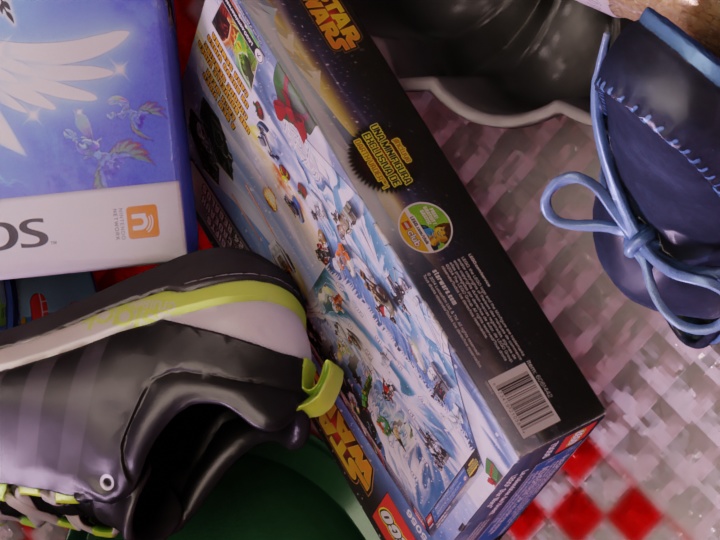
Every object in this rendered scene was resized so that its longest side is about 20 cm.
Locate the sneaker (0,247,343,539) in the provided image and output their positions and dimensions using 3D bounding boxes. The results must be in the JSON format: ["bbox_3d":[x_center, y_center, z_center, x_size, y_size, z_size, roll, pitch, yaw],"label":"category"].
[{"bbox_3d":[-0.100,0.063,0.732,0.199,0.072,0.083,-28,57,17],"label":"sneaker"}]

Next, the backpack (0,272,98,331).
[{"bbox_3d":[-0.210,0.025,0.837,0.199,0.134,0.183,-25,76,22],"label":"backpack"}]

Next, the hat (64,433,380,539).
[{"bbox_3d":[-0.074,0.147,0.735,0.166,0.176,0.200,-44,71,16],"label":"hat"}]

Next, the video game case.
[{"bbox_3d":[-0.157,-0.094,0.742,0.180,0.045,0.201,-6,95,0],"label":"video game case"}]

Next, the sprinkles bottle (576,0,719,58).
[{"bbox_3d":[0.052,-0.128,0.665,0.199,0.068,0.069,27,99,25],"label":"sprinkles bottle"}]

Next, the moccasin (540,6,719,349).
[{"bbox_3d":[0.106,-0.012,0.640,0.068,0.200,0.081,-43,61,4],"label":"moccasin"}]

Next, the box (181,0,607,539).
[{"bbox_3d":[0.000,0.000,0.740,0.201,0.040,0.137,59,155,16],"label":"box"}]

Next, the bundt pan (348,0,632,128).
[{"bbox_3d":[0.078,-0.146,0.733,0.201,0.076,0.203,-1,88,26],"label":"bundt pan"}]
